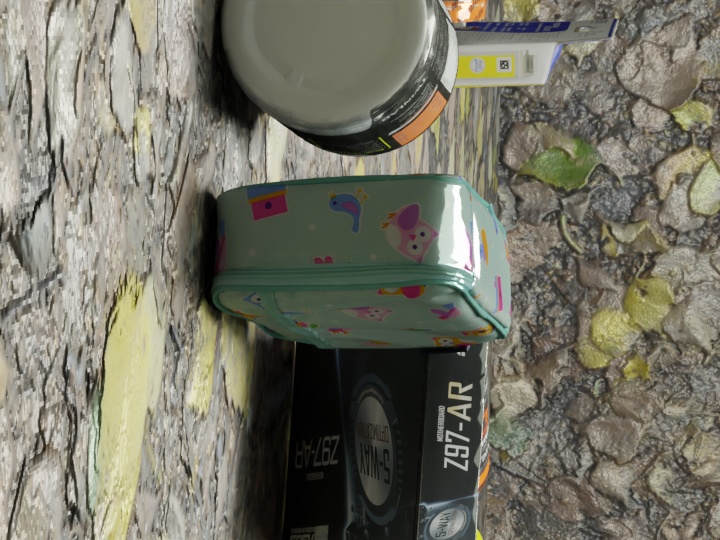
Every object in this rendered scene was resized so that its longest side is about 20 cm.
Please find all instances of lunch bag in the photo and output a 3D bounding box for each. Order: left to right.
[{"bbox_3d":[0.000,0.000,1.409,0.200,0.160,0.077,44,43,-73],"label":"lunch bag"}]

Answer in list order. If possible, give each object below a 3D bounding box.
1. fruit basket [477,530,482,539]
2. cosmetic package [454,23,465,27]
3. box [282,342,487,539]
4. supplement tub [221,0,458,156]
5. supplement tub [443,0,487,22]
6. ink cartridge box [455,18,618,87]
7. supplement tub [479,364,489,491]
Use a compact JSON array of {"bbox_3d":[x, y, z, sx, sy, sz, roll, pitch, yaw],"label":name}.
[{"bbox_3d":[0.067,0.301,2.232,0.216,0.155,0.216,51,-9,11],"label":"fruit basket"},{"bbox_3d":[0.046,-0.299,1.950,0.107,0.090,0.200,36,54,-81],"label":"cosmetic package"},{"bbox_3d":[0.014,0.109,1.581,0.200,0.043,0.160,-14,-111,63],"label":"box"},{"bbox_3d":[-0.007,-0.132,1.430,0.200,0.122,0.123,26,67,-83],"label":"supplement tub"},{"bbox_3d":[0.048,-0.287,1.810,0.123,0.122,0.200,-58,149,-75],"label":"supplement tub"},{"bbox_3d":[0.118,-0.186,2.078,0.198,0.200,0.047,-53,144,-77],"label":"ink cartridge box"},{"bbox_3d":[0.057,0.133,2.075,0.107,0.107,0.200,-80,169,-47],"label":"supplement tub"}]
